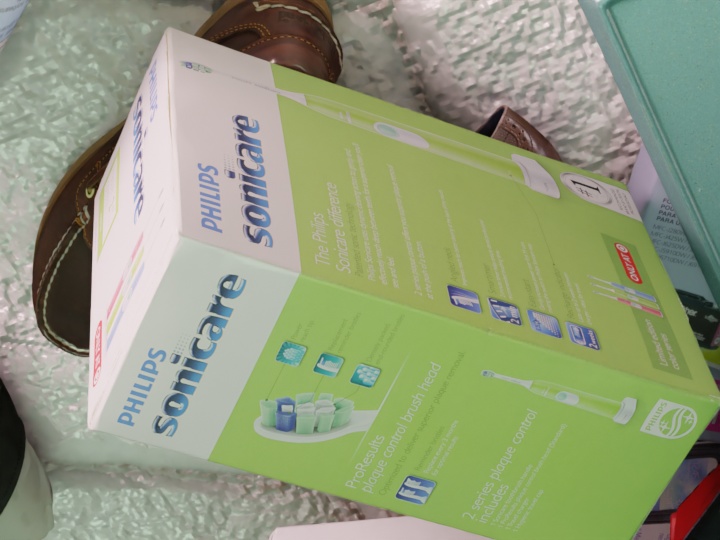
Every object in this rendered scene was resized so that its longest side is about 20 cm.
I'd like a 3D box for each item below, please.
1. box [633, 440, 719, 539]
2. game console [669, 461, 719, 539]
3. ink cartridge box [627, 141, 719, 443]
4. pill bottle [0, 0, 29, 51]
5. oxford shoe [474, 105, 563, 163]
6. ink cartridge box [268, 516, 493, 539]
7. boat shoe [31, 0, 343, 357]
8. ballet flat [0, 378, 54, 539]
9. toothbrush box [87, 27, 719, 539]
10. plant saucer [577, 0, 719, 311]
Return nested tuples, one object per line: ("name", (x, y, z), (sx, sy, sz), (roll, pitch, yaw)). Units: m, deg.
("box", (0.142, 0.104, 0.844), (0.199, 0.042, 0.119), (4, 124, -8))
("game console", (0.240, 0.095, 0.746), (0.199, 0.031, 0.177), (-5, 163, -2))
("ink cartridge box", (0.169, -0.015, 0.730), (0.119, 0.042, 0.201), (10, 120, -6))
("pill bottle", (-0.189, -0.094, 0.648), (0.108, 0.109, 0.200), (27, 120, -19))
("oxford shoe", (0.000, 0.000, 0.754), (0.200, 0.071, 0.073), (-32, 111, 9))
("ink cartridge box", (0.050, 0.195, 0.721), (0.144, 0.084, 0.201), (-8, 128, 14))
("boat shoe", (-0.079, -0.031, 0.721), (0.070, 0.070, 0.200), (25, 121, -22))
("ballet flat", (-0.186, 0.116, 0.824), (0.068, 0.068, 0.200), (15, 133, -24))
("toothbrush box", (0.010, 0.008, 0.628), (0.199, 0.146, 0.086), (18, 119, -19))
("plant saucer", (0.152, -0.041, 0.680), (0.070, 0.019, 0.200), (-22, 120, 14))
